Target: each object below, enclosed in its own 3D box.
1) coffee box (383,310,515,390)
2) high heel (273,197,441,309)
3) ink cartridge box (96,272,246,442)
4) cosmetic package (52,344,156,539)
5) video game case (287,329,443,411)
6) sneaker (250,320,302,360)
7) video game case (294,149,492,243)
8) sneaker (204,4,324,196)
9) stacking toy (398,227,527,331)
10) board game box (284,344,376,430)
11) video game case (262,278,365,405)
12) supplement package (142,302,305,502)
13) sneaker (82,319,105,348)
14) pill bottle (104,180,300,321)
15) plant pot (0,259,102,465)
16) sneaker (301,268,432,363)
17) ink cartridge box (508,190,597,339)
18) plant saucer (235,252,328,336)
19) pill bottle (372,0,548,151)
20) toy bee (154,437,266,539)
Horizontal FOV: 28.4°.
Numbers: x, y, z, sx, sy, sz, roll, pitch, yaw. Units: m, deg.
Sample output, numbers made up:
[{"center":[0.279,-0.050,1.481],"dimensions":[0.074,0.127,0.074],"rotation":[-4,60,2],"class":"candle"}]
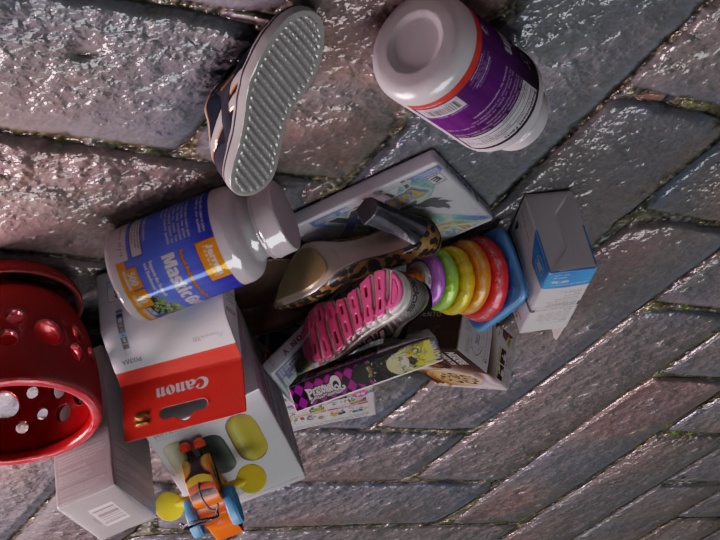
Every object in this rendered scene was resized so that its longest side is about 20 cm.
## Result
[{"center":[0.125,0.098,1.954],"dimensions":[0.112,0.080,0.200],"rotation":[2,161,27],"class":"coffee box"},{"center":[0.000,0.000,1.698],"dimensions":[0.200,0.072,0.142],"rotation":[-41,141,26],"class":"high heel"},{"center":[-0.220,0.082,1.646],"dimensions":[0.159,0.201,0.047],"rotation":[-15,156,14],"class":"ink cartridge box"},{"center":[-0.310,0.204,1.710],"dimensions":[0.090,0.201,0.107],"rotation":[-24,141,11],"class":"cosmetic package"},{"center":[0.007,0.117,1.704],"dimensions":[0.180,0.036,0.200],"rotation":[-19,180,0],"class":"video game case"},{"center":[-0.165,0.112,1.884],"dimensions":[0.199,0.078,0.078],"rotation":[-12,152,-7],"class":"sneaker"},{"center":[0.037,-0.062,1.710],"dimensions":[0.199,0.022,0.182],"rotation":[-24,152,18],"class":"video game case"},{"center":[-0.102,-0.177,1.380],"dimensions":[0.078,0.079,0.201],"rotation":[1,125,-39],"class":"sneaker"},{"center":[0.096,0.012,1.762],"dimensions":[0.199,0.110,0.116],"rotation":[-3,154,-36],"class":"stacking toy"},{"center":[-0.055,0.156,2.035],"dimensions":[0.146,0.065,0.200],"rotation":[-11,151,-4],"class":"board game box"},{"center":[-0.039,0.089,1.838],"dimensions":[0.182,0.023,0.200],"rotation":[-45,162,-8],"class":"video game case"},{"center":[-0.179,0.175,1.772],"dimensions":[0.151,0.151,0.201],"rotation":[-21,137,0],"class":"supplement package"},{"center":[-0.339,0.126,1.822],"dimensions":[0.113,0.076,0.200],"rotation":[-3,148,-15],"class":"sneaker"},{"center":[-0.172,-0.026,1.579],"dimensions":[0.199,0.113,0.112],"rotation":[-21,152,13],"class":"pill bottle"},{"center":[-0.400,0.098,1.618],"dimensions":[0.199,0.184,0.201],"rotation":[-9,150,-5],"class":"plant pot"},{"center":[0.010,0.060,1.676],"dimensions":[0.087,0.074,0.200],"rotation":[9,149,-40],"class":"sneaker"},{"center":[0.231,0.001,1.820],"dimensions":[0.067,0.117,0.200],"rotation":[-7,151,-12],"class":"ink cartridge box"},{"center":[-0.135,0.023,1.774],"dimensions":[0.199,0.037,0.201],"rotation":[-11,153,-6],"class":"plant saucer"},{"center":[0.107,-0.188,1.409],"dimensions":[0.112,0.113,0.200],"rotation":[-28,150,26],"class":"pill bottle"},{"center":[-0.175,0.254,1.685],"dimensions":[0.130,0.109,0.200],"rotation":[-11,162,-20],"class":"toy bee"}]
